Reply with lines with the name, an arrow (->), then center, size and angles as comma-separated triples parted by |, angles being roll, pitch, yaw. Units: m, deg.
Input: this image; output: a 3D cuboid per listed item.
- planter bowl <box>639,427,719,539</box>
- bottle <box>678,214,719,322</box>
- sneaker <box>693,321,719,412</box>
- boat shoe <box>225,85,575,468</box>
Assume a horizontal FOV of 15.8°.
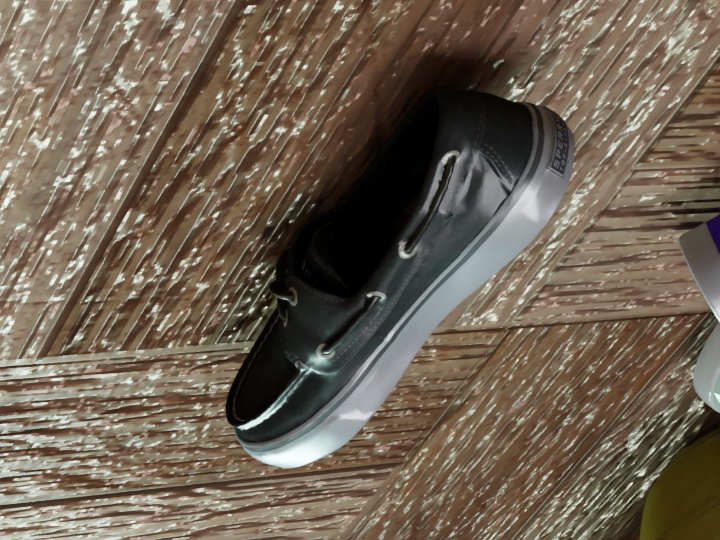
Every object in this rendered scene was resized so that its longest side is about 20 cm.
planter bowl -> 0.205, 0.126, 1.299 | 0.200, 0.083, 0.200 | -17, 151, -9
bottle -> 0.227, -0.040, 1.048 | 0.200, 0.065, 0.084 | -28, 152, 10
sneaker -> 0.243, 0.038, 1.138 | 0.200, 0.118, 0.074 | -36, 151, 26
boat shoe -> 0.000, 0.000, 0.966 | 0.057, 0.069, 0.200 | 21, 130, -27
